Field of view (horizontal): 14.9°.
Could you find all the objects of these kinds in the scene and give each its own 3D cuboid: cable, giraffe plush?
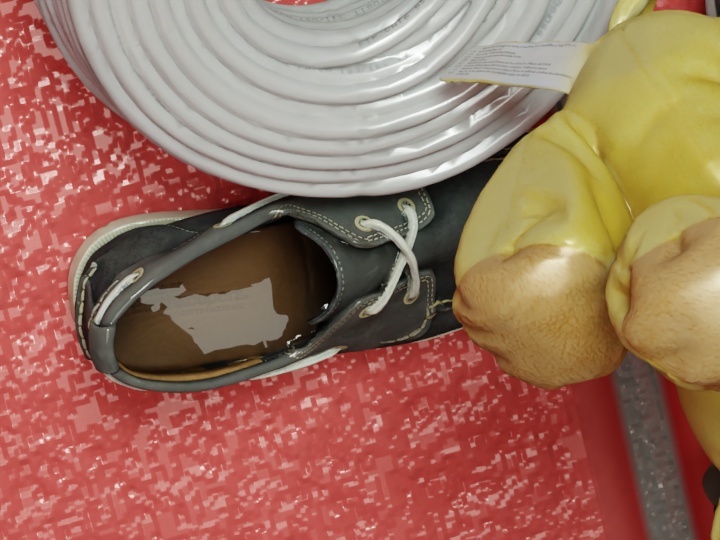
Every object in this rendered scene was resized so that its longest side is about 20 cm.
[{"bbox_3d":[-0.008,-0.115,0.879,0.199,0.069,0.201,-20,127,-8],"label":"cable"},{"bbox_3d":[0.123,0.007,0.833,0.172,0.200,0.162,-41,118,-11],"label":"giraffe plush"}]

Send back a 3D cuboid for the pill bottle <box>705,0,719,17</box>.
[{"bbox_3d":[0.198,-0.096,0.875,0.111,0.200,0.112,0,91,-18],"label":"pill bottle"}]

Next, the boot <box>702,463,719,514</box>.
[{"bbox_3d":[0.219,0.139,0.999,0.077,0.139,0.200,-45,130,17],"label":"boot"}]

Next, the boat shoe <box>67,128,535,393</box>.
[{"bbox_3d":[0.000,0.000,0.947,0.199,0.068,0.072,-13,102,-7],"label":"boat shoe"}]
